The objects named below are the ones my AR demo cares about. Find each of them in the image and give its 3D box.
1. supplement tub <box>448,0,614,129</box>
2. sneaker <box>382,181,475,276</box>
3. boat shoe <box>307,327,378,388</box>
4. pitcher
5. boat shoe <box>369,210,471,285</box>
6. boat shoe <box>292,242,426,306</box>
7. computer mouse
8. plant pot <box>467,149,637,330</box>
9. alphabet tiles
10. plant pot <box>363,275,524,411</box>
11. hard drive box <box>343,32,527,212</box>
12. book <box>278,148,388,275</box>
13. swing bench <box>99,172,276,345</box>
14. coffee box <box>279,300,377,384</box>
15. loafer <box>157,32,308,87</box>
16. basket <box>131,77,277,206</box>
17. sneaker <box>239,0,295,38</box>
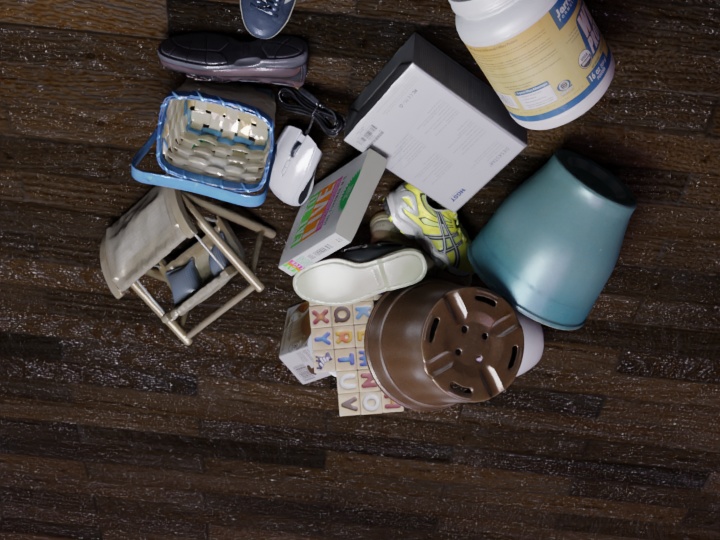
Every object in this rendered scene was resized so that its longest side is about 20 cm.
[{"bbox_3d":[0.202,-0.286,1.176,0.143,0.146,0.200,-23,128,26],"label":"supplement tub"},{"bbox_3d":[0.123,-0.061,1.451,0.076,0.076,0.199,-39,125,24],"label":"sneaker"},{"bbox_3d":[0.010,0.146,1.509,0.197,0.070,0.057,24,177,1],"label":"boat shoe"},{"bbox_3d":[0.178,0.108,1.581,0.196,0.172,0.124,-3,106,-15],"label":"pitcher"},{"bbox_3d":[0.091,-0.011,1.506,0.199,0.066,0.072,36,127,-26],"label":"boat shoe"},{"bbox_3d":[0.000,-0.002,1.437,0.196,0.066,0.076,-16,110,9],"label":"boat shoe"},{"bbox_3d":[-0.090,-0.160,1.376,0.109,0.044,0.202,35,135,13],"label":"computer mouse"},{"bbox_3d":[0.278,-0.056,1.369,0.197,0.201,0.190,22,117,-15],"label":"plant pot"},{"bbox_3d":[0.009,0.114,1.477,0.164,0.204,0.008,-5,178,1],"label":"alphabet tiles"},{"bbox_3d":[0.125,0.104,1.377,0.197,0.203,0.198,20,172,-14],"label":"plant pot"},{"bbox_3d":[0.101,-0.193,1.322,0.198,0.078,0.156,31,129,-22],"label":"hard drive box"},{"bbox_3d":[-0.040,-0.074,1.361,0.048,0.135,0.199,31,155,-17],"label":"book"},{"bbox_3d":[-0.269,-0.024,1.489,0.199,0.131,0.198,37,128,-26],"label":"swing bench"},{"bbox_3d":[-0.024,0.092,1.585,0.197,0.115,0.080,-21,128,23],"label":"coffee box"},{"bbox_3d":[-0.166,-0.267,1.289,0.196,0.073,0.064,1,139,1],"label":"loafer"},{"bbox_3d":[-0.189,-0.163,1.290,0.173,0.201,0.141,15,127,1],"label":"basket"},{"bbox_3d":[-0.105,-0.355,1.184,0.074,0.085,0.201,15,134,-9],"label":"sneaker"}]
